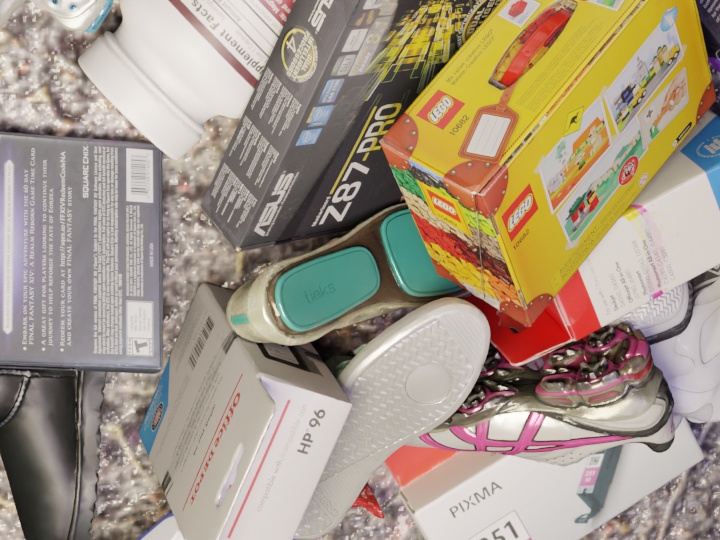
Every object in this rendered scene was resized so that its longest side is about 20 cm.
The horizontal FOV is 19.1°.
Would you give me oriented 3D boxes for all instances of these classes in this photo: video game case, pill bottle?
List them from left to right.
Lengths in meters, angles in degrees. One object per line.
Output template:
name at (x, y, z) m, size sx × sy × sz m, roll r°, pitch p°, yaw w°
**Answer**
video game case at (-0.216, -0.013, 1.285) m, size 0.199 × 0.019 × 0.144 m, roll 3°, pitch 77°, yaw -19°
pill bottle at (-0.068, -0.166, 1.264) m, size 0.200 × 0.113 × 0.113 m, roll -44°, pitch 116°, yaw 4°

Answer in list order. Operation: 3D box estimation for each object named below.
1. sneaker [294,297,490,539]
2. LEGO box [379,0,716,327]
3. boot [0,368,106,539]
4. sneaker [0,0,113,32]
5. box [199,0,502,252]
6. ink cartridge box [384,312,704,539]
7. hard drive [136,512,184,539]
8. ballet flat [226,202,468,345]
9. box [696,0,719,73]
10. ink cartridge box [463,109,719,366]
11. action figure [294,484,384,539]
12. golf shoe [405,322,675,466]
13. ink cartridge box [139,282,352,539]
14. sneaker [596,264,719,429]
sneaker at (0.003, 0.066, 1.363) m, size 0.074 × 0.119 × 0.201 m, roll 31°, pitch 117°, yaw -22°
LEGO box at (0.117, -0.091, 1.274) m, size 0.200 × 0.077 × 0.149 m, roll -49°, pitch 147°, yaw -16°
boot at (-0.243, 0.091, 1.329) m, size 0.161 × 0.073 × 0.200 m, roll 2°, pitch 102°, yaw -20°
sneaker at (-0.144, -0.183, 1.218) m, size 0.199 × 0.075 × 0.087 m, roll -12°, pitch 90°, yaw 20°
box at (0.007, -0.109, 1.273) m, size 0.161 × 0.049 × 0.201 m, roll -10°, pitch 139°, yaw -44°
ink cartridge box at (0.115, 0.109, 1.463) m, size 0.199 × 0.044 × 0.174 m, roll -32°, pitch 117°, yaw -3°
hard drive at (-0.100, 0.249, 1.424) m, size 0.132 × 0.025 × 0.200 m, roll -41°, pitch 128°, yaw 15°
ballet flat at (0.000, 0.000, 1.327) m, size 0.199 × 0.062 × 0.068 m, roll -15°, pitch 89°, yaw -39°
box at (0.222, -0.231, 1.336) m, size 0.200 × 0.036 × 0.143 m, roll 42°, pitch 74°, yaw -34°
ink cartridge box at (0.158, -0.028, 1.383) m, size 0.199 × 0.116 × 0.068 m, roll -28°, pitch 116°, yaw -6°
action figure at (-0.084, 0.185, 1.429) m, size 0.199 × 0.052 × 0.066 m, roll -26°, pitch 120°, yaw -4°
golf shoe at (0.106, 0.098, 1.381) m, size 0.199 × 0.073 × 0.092 m, roll -9°, pitch 124°, yaw 31°
ink cartridge box at (-0.070, 0.100, 1.314) m, size 0.067 × 0.200 × 0.117 m, roll 18°, pitch 104°, yaw -22°
sneaker at (0.238, 0.029, 1.432) m, size 0.199 × 0.075 × 0.116 m, roll -33°, pitch 116°, yaw -28°
